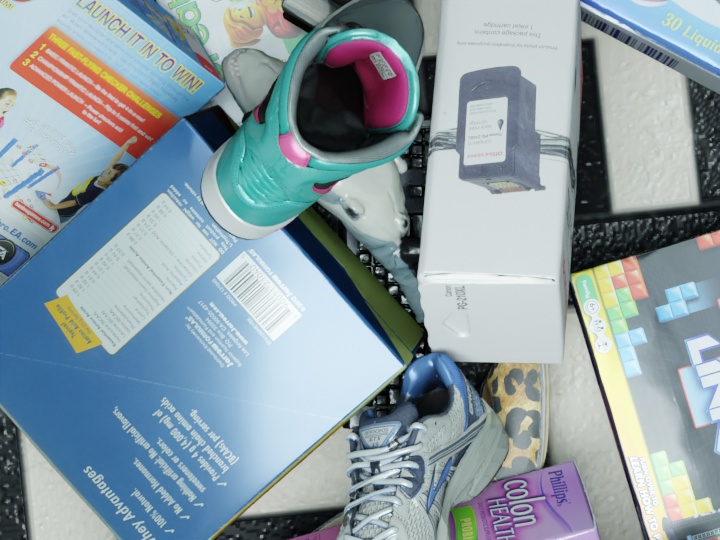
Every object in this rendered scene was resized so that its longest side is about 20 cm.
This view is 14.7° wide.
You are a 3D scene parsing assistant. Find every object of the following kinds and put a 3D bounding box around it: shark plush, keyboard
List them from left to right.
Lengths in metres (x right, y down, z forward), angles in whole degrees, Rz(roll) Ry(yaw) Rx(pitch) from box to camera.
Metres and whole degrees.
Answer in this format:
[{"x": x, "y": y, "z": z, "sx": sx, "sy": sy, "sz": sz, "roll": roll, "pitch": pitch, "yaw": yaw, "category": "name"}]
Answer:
[{"x": -0.006, "y": -0.061, "z": 1.717, "sx": 0.200, "sy": 0.083, "sz": 0.091, "roll": 44, "pitch": 66, "yaw": -17, "category": "shark plush"}, {"x": 0.000, "y": 0.000, "z": 1.760, "sx": 0.127, "sy": 0.021, "sz": 0.200, "roll": -1, "pitch": 88, "yaw": 2, "category": "keyboard"}]

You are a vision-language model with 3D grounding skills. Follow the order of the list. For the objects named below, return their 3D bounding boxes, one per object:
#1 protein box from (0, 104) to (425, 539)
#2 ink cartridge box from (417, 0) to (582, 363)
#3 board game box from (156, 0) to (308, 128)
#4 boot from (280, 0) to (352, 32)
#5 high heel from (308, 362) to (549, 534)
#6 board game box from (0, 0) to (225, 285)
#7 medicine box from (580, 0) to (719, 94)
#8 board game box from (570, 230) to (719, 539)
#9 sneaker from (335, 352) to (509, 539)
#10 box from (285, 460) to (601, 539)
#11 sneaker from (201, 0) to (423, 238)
[{"x": -0.103, "y": 0.042, "z": 1.689, "sx": 0.200, "sy": 0.135, "sz": 0.199, "roll": -42, "pitch": 90, "yaw": 9, "category": "protein box"}, {"x": 0.086, "y": -0.060, "z": 1.657, "sx": 0.084, "sy": 0.145, "sz": 0.200, "roll": 3, "pitch": 69, "yaw": 7, "category": "ink cartridge box"}, {"x": -0.071, "y": -0.197, "z": 1.757, "sx": 0.126, "sy": 0.035, "sz": 0.200, "roll": -23, "pitch": 89, "yaw": 2, "category": "board game box"}, {"x": -0.027, "y": -0.247, "z": 1.710, "sx": 0.200, "sy": 0.069, "sz": 0.174, "roll": 33, "pitch": 89, "yaw": -9, "category": "boot"}, {"x": 0.040, "y": 0.111, "z": 1.728, "sx": 0.142, "sy": 0.071, "sz": 0.200, "roll": 7, "pitch": 98, "yaw": -4, "category": "high heel"}, {"x": -0.218, "y": -0.108, "z": 1.672, "sx": 0.196, "sy": 0.200, "sz": 0.056, "roll": -41, "pitch": 47, "yaw": 11, "category": "board game box"}, {"x": 0.206, "y": -0.232, "z": 1.714, "sx": 0.182, "sy": 0.103, "sz": 0.200, "roll": 28, "pitch": 91, "yaw": 2, "category": "medicine box"}, {"x": 0.234, "y": 0.074, "z": 1.725, "sx": 0.165, "sy": 0.057, "sz": 0.200, "roll": -17, "pitch": 89, "yaw": 3, "category": "board game box"}, {"x": 0.017, "y": 0.124, "z": 1.617, "sx": 0.077, "sy": 0.200, "sz": 0.085, "roll": -6, "pitch": 125, "yaw": 29, "category": "sneaker"}, {"x": 0.062, "y": 0.235, "z": 1.686, "sx": 0.200, "sy": 0.097, "sz": 0.176, "roll": -16, "pitch": 112, "yaw": 1, "category": "box"}, {"x": -0.002, "y": -0.109, "z": 1.588, "sx": 0.084, "sy": 0.121, "sz": 0.200, "roll": 44, "pitch": 53, "yaw": -10, "category": "sneaker"}]
